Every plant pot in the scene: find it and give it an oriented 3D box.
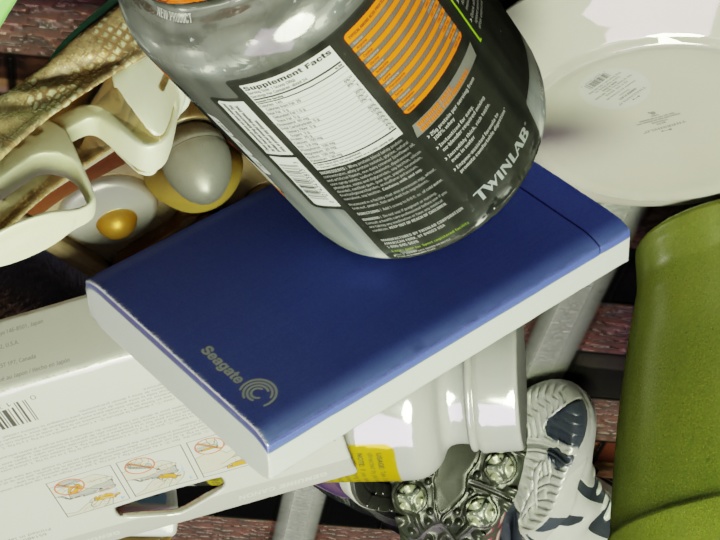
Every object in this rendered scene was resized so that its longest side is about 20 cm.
[{"bbox_3d":[0.209,0.071,0.940,0.198,0.195,0.201,-3,160,-1],"label":"plant pot"}]

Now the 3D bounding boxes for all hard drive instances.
[{"bbox_3d":[0.000,0.000,0.816,0.199,0.132,0.026,-29,137,-28],"label":"hard drive"}]

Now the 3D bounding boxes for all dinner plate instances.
[{"bbox_3d":[0.141,-0.076,0.877,0.198,0.024,0.201,2,150,1],"label":"dinner plate"}]

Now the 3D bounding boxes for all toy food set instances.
[{"bbox_3d":[-0.078,-0.018,0.901,0.143,0.061,0.200,-31,146,16],"label":"toy food set"}]

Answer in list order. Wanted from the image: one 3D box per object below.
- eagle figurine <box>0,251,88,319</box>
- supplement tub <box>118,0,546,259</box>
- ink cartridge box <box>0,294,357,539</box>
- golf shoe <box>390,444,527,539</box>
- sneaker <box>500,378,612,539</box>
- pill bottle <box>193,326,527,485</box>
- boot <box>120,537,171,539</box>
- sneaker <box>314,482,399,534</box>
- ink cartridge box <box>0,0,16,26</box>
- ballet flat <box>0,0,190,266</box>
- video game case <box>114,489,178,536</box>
[{"bbox_3d":[-0.220,0.030,1.020,0.151,0.152,0.200,37,-166,17],"label":"eagle figurine"},{"bbox_3d":[-0.015,-0.100,0.740,0.121,0.124,0.200,-11,148,23],"label":"supplement tub"},{"bbox_3d":[-0.112,0.072,0.941,0.198,0.045,0.177,-16,148,1],"label":"ink cartridge box"},{"bbox_3d":[0.054,0.151,1.165,0.076,0.202,0.088,15,-173,8],"label":"golf shoe"},{"bbox_3d":[0.142,0.139,1.219,0.129,0.079,0.201,-15,130,-33],"label":"sneaker"},{"bbox_3d":[-0.009,0.061,1.040,0.198,0.112,0.112,-2,151,9],"label":"pill bottle"},{"bbox_3d":[-0.228,0.165,1.289,0.198,0.074,0.155,19,148,-5],"label":"boot"},{"bbox_3d":[0.013,0.126,1.223,0.087,0.076,0.200,15,165,33],"label":"sneaker"},{"bbox_3d":[-0.238,-0.087,0.732,0.144,0.084,0.200,11,130,-38],"label":"ink cartridge box"},{"bbox_3d":[-0.116,-0.052,0.759,0.065,0.200,0.071,42,156,17],"label":"ballet flat"},{"bbox_3d":[-0.199,0.110,1.098,0.180,0.022,0.200,2,-168,-8],"label":"video game case"}]
